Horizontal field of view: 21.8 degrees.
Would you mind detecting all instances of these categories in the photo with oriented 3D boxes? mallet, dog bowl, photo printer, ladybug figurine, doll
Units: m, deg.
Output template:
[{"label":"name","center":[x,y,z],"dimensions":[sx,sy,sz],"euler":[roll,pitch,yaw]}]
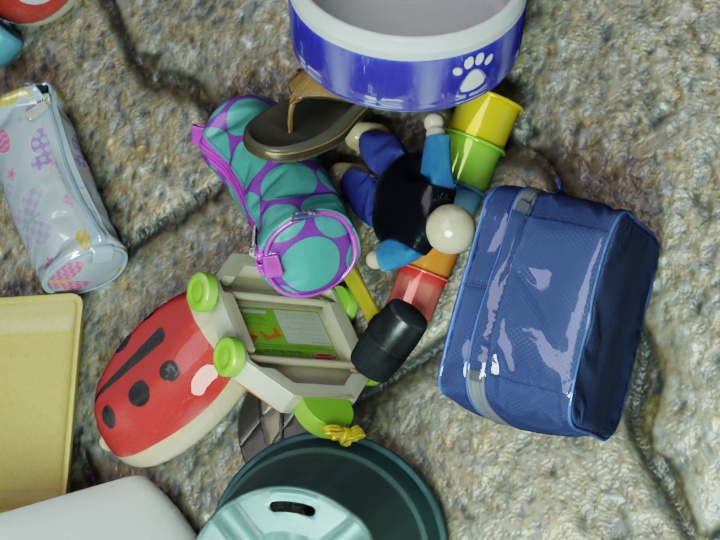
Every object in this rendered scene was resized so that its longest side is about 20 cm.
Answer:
[{"label":"mallet","center":[0.000,0.000,1.563],"dimensions":[0.066,0.041,0.200],"euler":[-47,45,29]},{"label":"dog bowl","center":[0.039,-0.224,1.558],"dimensions":[0.199,0.079,0.200],"euler":[0,46,0]},{"label":"photo printer","center":[-0.217,0.260,1.550],"dimensions":[0.167,0.200,0.070],"euler":[57,140,26]},{"label":"ladybug figurine","center":[-0.161,0.085,1.610],"dimensions":[0.200,0.072,0.136],"euler":[-45,38,13]},{"label":"doll","center":[0.037,-0.066,1.533],"dimensions":[0.137,0.048,0.200],"euler":[-64,30,12]}]

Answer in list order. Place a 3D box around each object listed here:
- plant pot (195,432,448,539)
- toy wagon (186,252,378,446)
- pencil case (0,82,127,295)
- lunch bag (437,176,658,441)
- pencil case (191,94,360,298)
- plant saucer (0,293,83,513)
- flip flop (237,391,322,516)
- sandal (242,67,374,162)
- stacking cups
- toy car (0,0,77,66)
[{"label":"plant pot","center":[-0.041,0.228,1.432],"dimensions":[0.200,0.196,0.201],"euler":[0,88,9]},{"label":"toy wagon","center":[-0.054,0.068,1.530],"dimensions":[0.040,0.155,0.200],"euler":[-53,47,35]},{"label":"pencil case","center":[-0.281,-0.075,1.721],"dimensions":[0.091,0.083,0.200],"euler":[-38,64,30]},{"label":"lunch bag","center":[0.142,0.025,1.467],"dimensions":[0.132,0.136,0.201],"euler":[11,80,26]},{"label":"pencil case","center":[-0.073,-0.067,1.588],"dimensions":[0.092,0.085,0.200],"euler":[-8,38,-19]},{"label":"plant saucer","center":[-0.335,0.127,1.712],"dimensions":[0.199,0.048,0.201],"euler":[-3,76,24]},{"label":"flip flop","center":[-0.040,0.175,1.562],"dimensions":[0.081,0.058,0.200],"euler":[-27,82,12]},{"label":"sandal","center":[-0.019,-0.154,1.581],"dimensions":[0.200,0.055,0.082],"euler":[-30,39,-23]},{"label":"stacking cups","center":[0.076,-0.053,1.571],"dimensions":[0.060,0.060,0.200],"euler":[20,91,28]},{"label":"toy car","center":[-0.366,-0.327,1.762],"dimensions":[0.184,0.200,0.177],"euler":[-49,62,6]}]
